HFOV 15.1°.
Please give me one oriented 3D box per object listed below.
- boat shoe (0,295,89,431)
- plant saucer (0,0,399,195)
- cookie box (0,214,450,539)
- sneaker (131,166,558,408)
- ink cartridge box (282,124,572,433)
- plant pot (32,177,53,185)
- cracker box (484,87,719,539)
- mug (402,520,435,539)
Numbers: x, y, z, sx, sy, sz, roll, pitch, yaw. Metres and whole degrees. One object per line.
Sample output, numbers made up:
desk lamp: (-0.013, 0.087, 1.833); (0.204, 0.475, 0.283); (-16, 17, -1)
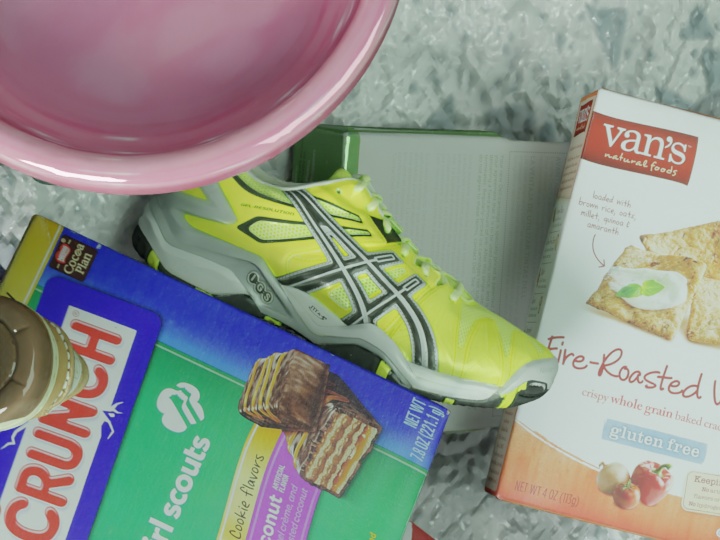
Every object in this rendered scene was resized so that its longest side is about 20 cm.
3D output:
boat shoe: (-0.204, 0.041, 1.081); (0.076, 0.199, 0.072); (24, 72, -70)
plant saucer: (-0.081, -0.122, 0.991); (0.200, 0.051, 0.201); (0, 76, 1)
cookie box: (-0.087, 0.097, 1.148); (0.200, 0.075, 0.172); (25, 66, -6)
sneaker: (0.000, 0.000, 1.212); (0.200, 0.075, 0.077); (25, 97, -2)
ink cartridge box: (0.057, 0.004, 1.322); (0.200, 0.048, 0.146); (0, 97, -37)
plant pot: (-0.099, -0.151, 1.125); (0.200, 0.200, 0.135); (-36, 80, -26)
cracker box: (0.148, 0.027, 1.291); (0.134, 0.058, 0.201); (14, 87, -4)
mug: (-0.047, 0.191, 1.216); (0.200, 0.133, 0.178); (-55, 146, -21)
